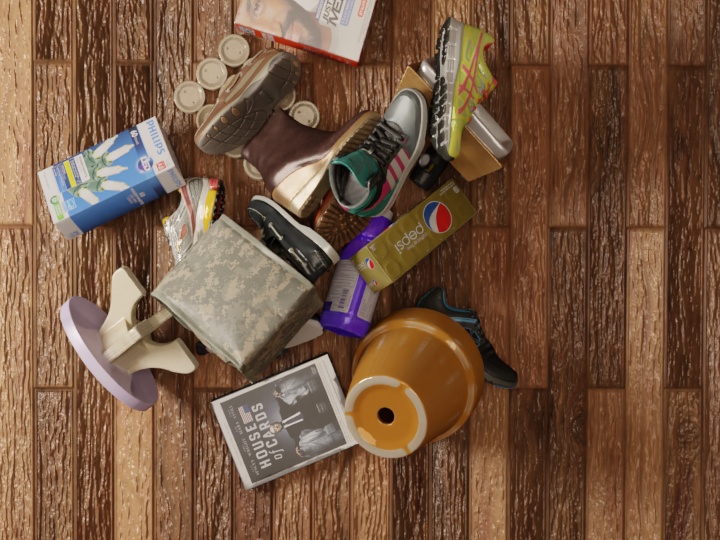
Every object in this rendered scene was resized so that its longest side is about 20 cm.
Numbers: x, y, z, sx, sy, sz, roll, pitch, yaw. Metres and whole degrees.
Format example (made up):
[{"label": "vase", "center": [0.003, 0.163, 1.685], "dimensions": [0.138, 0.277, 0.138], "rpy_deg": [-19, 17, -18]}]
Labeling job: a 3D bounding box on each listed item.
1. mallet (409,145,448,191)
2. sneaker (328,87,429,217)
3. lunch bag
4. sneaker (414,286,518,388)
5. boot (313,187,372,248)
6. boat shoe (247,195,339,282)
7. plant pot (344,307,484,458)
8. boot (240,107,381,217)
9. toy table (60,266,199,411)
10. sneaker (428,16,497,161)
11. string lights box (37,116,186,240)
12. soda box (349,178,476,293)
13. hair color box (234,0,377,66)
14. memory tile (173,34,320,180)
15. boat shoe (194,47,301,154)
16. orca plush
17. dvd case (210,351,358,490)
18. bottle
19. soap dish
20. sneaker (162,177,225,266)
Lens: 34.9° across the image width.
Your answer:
[{"label": "mallet", "center": [0.093, -0.148, 1.693], "dimensions": [0.041, 0.200, 0.066], "rpy_deg": [35, 102, 4]}, {"label": "sneaker", "center": [0.018, -0.163, 1.610], "dimensions": [0.083, 0.120, 0.202], "rpy_deg": [33, 114, 26]}, {"label": "lunch bag", "center": [-0.183, 0.036, 1.665], "dimensions": [0.200, 0.118, 0.164], "rpy_deg": [39, 81, 16]}, {"label": "sneaker", "center": [0.168, 0.106, 1.761], "dimensions": [0.199, 0.073, 0.082], "rpy_deg": [36, 90, -2]}, {"label": "boot", "center": [-0.020, -0.128, 1.742], "dimensions": [0.075, 0.107, 0.201], "rpy_deg": [33, 88, -36]}, {"label": "boat shoe", "center": [-0.115, -0.048, 1.705], "dimensions": [0.060, 0.199, 0.076], "rpy_deg": [-45, 135, -13]}, {"label": "plant pot", "center": [0.064, 0.177, 1.671], "dimensions": [0.198, 0.183, 0.203], "rpy_deg": [6, 108, 19]}, {"label": "boot", "center": [-0.078, -0.196, 1.694], "dimensions": [0.200, 0.072, 0.167], "rpy_deg": [-48, 59, 11]}, {"label": "toy table", "center": [-0.340, 0.098, 1.706], "dimensions": [0.117, 0.184, 0.200], "rpy_deg": [-36, 105, 15]}, {"label": "sneaker", "center": [0.149, -0.251, 1.603], "dimensions": [0.089, 0.078, 0.202], "rpy_deg": [8, 86, -13]}, {"label": "string lights box", "center": [-0.375, -0.139, 1.730], "dimensions": [0.198, 0.059, 0.103], "rpy_deg": [-26, 62, -1]}, {"label": "soda box", "center": [0.080, -0.052, 1.715], "dimensions": [0.200, 0.064, 0.068], "rpy_deg": [-39, 93, -30]}, {"label": "hair color box", "center": [-0.081, -0.395, 1.748], "dimensions": [0.198, 0.064, 0.112], "rpy_deg": [16, 92, -1]}, {"label": "memory tile", "center": [-0.176, -0.251, 1.772], "dimensions": [0.200, 0.017, 0.153], "rpy_deg": [43, 90, -3]}, {"label": "boat shoe", "center": [-0.176, -0.258, 1.733], "dimensions": [0.200, 0.076, 0.072], "rpy_deg": [-44, 49, -5]}, {"label": "orca plush", "center": [-0.159, 0.085, 1.770], "dimensions": [0.198, 0.071, 0.106], "rpy_deg": [-20, 136, 3]}, {"label": "dvd case", "center": [-0.114, 0.234, 1.781], "dimensions": [0.198, 0.025, 0.152], "rpy_deg": [-22, 91, -1]}, {"label": "bottle", "center": [0.000, 0.000, 1.748], "dimensions": [0.065, 0.083, 0.202], "rpy_deg": [24, 76, -32]}, {"label": "soap dish", "center": [0.138, -0.225, 1.718], "dimensions": [0.081, 0.157, 0.200], "rpy_deg": [-43, 92, 16]}, {"label": "sneaker", "center": [-0.264, -0.045, 1.753], "dimensions": [0.081, 0.078, 0.202], "rpy_deg": [10, 84, 6]}]
